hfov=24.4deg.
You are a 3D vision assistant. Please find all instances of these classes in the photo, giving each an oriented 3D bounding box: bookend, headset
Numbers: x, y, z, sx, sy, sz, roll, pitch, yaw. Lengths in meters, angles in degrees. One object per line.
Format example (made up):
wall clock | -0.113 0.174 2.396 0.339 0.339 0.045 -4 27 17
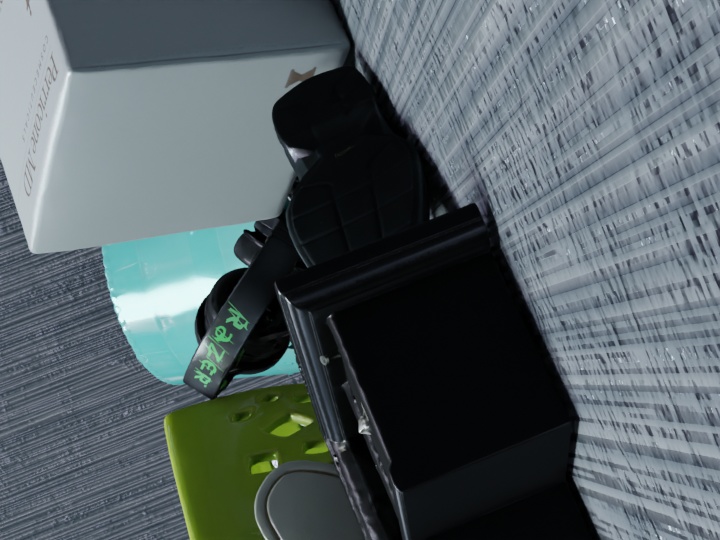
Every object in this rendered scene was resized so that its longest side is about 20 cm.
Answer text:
bookend | 0.050 0.109 0.728 0.199 0.092 0.200 80 168 -67
headset | -0.049 0.016 1.098 0.094 0.124 0.200 31 -149 0

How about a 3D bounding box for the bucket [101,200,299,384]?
bucket | -0.098 -0.010 1.282 0.207 0.135 0.207 -12 -90 -71

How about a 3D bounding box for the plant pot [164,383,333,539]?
plant pot | 0.006 0.177 1.008 0.199 0.181 0.200 -120 11 -62

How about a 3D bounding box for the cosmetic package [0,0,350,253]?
cosmetic package | -0.131 -0.146 0.983 0.200 0.166 0.167 66 151 28

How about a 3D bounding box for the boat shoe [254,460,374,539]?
boat shoe | 0.034 0.165 0.853 0.200 0.075 0.062 27 164 4

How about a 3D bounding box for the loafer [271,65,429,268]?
loafer | 0.005 -0.030 0.840 0.200 0.073 0.072 -100 -15 -56

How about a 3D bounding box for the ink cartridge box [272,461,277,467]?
ink cartridge box | 0.000 0.223 1.232 0.200 0.043 0.196 41 129 33

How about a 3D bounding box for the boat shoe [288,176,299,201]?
boat shoe | 0.000 -0.002 0.997 0.075 0.066 0.199 76 172 -57
